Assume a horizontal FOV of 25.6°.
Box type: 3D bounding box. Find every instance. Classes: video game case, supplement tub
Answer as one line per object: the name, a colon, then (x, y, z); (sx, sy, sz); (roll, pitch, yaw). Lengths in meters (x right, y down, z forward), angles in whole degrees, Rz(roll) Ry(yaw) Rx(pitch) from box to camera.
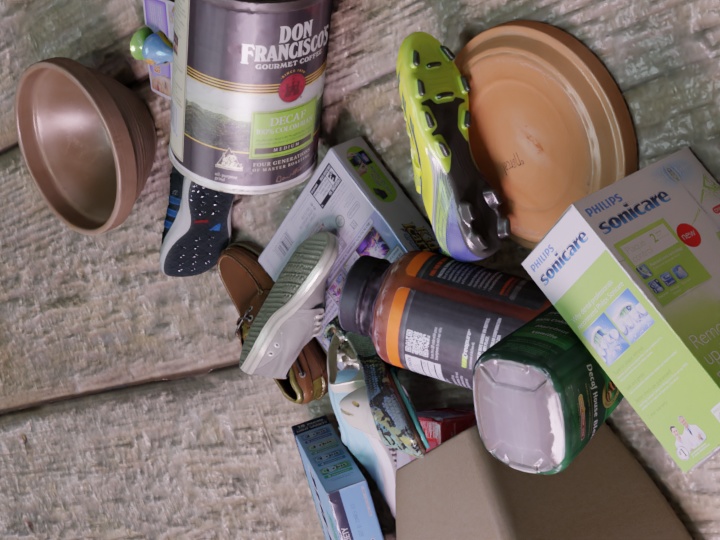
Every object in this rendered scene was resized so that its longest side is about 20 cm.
video game case: (0.000, 0.000, 1.538); (0.181, 0.045, 0.200); (54, 142, 14)
supplement tub: (0.084, 0.044, 1.370); (0.200, 0.107, 0.107); (17, 125, 21)

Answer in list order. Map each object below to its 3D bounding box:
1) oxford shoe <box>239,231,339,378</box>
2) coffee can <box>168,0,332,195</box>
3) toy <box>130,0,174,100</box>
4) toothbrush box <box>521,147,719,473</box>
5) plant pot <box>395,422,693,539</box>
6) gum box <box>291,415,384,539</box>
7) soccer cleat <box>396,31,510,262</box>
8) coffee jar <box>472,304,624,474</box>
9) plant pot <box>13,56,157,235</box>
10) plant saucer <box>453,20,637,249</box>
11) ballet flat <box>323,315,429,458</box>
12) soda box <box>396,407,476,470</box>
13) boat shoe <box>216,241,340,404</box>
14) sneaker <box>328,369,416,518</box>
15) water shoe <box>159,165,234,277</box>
oxford shoe: (-0.059, 0.036, 1.551); (0.058, 0.075, 0.200); (21, 131, -13)
coffee can: (-0.103, -0.193, 1.468); (0.146, 0.146, 0.200); (35, 135, 33)
toy: (-0.167, -0.203, 1.620); (0.200, 0.047, 0.115); (28, 132, 39)
toothbrush box: (0.243, 0.026, 1.181); (0.200, 0.146, 0.086); (53, 141, 16)
plant pot: (0.143, 0.223, 1.389); (0.200, 0.200, 0.177); (-37, 69, 52)
gum box: (-0.013, 0.260, 1.624); (0.200, 0.044, 0.170); (-136, 29, -72)
soccer cleat: (0.063, -0.101, 1.340); (0.084, 0.065, 0.200); (-6, 106, 54)
coffee jar: (0.173, 0.068, 1.243); (0.085, 0.200, 0.104); (10, 122, 35)
plant pot: (-0.293, -0.147, 1.764); (0.201, 0.093, 0.201); (26, 129, 38)
plant saucer: (0.142, -0.107, 1.321); (0.200, 0.032, 0.201); (28, 130, 39)
ballet flat: (0.008, 0.106, 1.428); (0.200, 0.074, 0.074); (-110, 20, -54)
soda box: (0.079, 0.234, 1.510); (0.063, 0.070, 0.200); (2, 93, 48)
boat shoe: (-0.096, 0.052, 1.663); (0.200, 0.068, 0.072); (49, 142, 21)
sneaker: (0.023, 0.171, 1.569); (0.082, 0.074, 0.200); (20, 138, 45)
water shoe: (-0.173, -0.072, 1.704); (0.200, 0.071, 0.079); (116, 147, -48)
